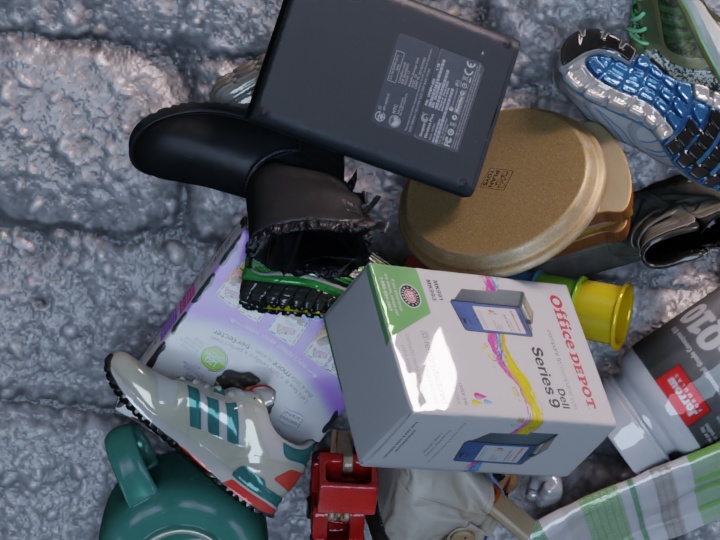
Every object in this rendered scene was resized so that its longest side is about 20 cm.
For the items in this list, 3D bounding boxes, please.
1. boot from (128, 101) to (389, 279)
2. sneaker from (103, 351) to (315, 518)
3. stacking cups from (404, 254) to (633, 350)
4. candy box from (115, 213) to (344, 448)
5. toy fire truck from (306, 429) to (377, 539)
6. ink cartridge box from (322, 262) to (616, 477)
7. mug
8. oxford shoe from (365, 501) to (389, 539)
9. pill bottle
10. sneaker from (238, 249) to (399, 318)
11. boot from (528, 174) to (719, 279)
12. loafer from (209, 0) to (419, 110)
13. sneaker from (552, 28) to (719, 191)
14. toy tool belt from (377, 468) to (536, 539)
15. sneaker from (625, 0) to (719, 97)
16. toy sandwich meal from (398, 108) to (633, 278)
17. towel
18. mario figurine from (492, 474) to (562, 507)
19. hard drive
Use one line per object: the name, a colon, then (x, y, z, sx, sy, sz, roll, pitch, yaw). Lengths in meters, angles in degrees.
boot: (-0.085, -0.062, 1.567, 0.198, 0.163, 0.073, 2, 128, -15)
sneaker: (-0.126, 0.120, 1.639, 0.200, 0.070, 0.093, 42, 81, -10)
stacking cups: (0.134, 0.018, 1.664, 0.200, 0.061, 0.061, 13, 104, 19)
candy box: (-0.092, 0.081, 1.695, 0.168, 0.072, 0.200, 35, 99, -11)
toy fire truck: (-0.018, 0.190, 1.651, 0.049, 0.200, 0.141, 2, 114, -4)
ink cartridge box: (0.087, 0.082, 1.538, 0.200, 0.145, 0.088, 8, 140, -31)
mug: (-0.172, 0.243, 1.707, 0.185, 0.114, 0.152, 28, 101, -10)
oxford shoe: (0.045, 0.249, 1.750, 0.073, 0.084, 0.200, -17, 123, -14)
pill bottle: (0.304, 0.093, 1.701, 0.200, 0.114, 0.114, -35, 103, 5)
sneaker: (0.000, 0.000, 1.618, 0.200, 0.078, 0.085, 8, 79, -17)
boot: (0.235, -0.030, 1.658, 0.200, 0.131, 0.068, -20, 104, 2)
loafer: (-0.032, -0.170, 1.642, 0.200, 0.070, 0.070, -26, 111, 9)
sneaker: (0.251, -0.133, 1.655, 0.200, 0.087, 0.075, 36, 76, -1)
toy tool belt: (0.076, 0.160, 1.622, 0.123, 0.200, 0.125, 10, 119, -13)
sneaker: (0.256, -0.213, 1.650, 0.089, 0.077, 0.200, -35, 100, 17)
toy sandwich meal: (0.132, -0.059, 1.640, 0.205, 0.205, 0.070, -27, 136, 3)
towel: (0.249, 0.225, 1.727, 0.200, 0.149, 0.031, -24, 61, 3)
mario figurine: (0.122, 0.142, 1.701, 0.106, 0.123, 0.200, 11, 99, -51)
hard drive: (0.019, -0.158, 1.583, 0.200, 0.033, 0.140, 19, 86, -15)
